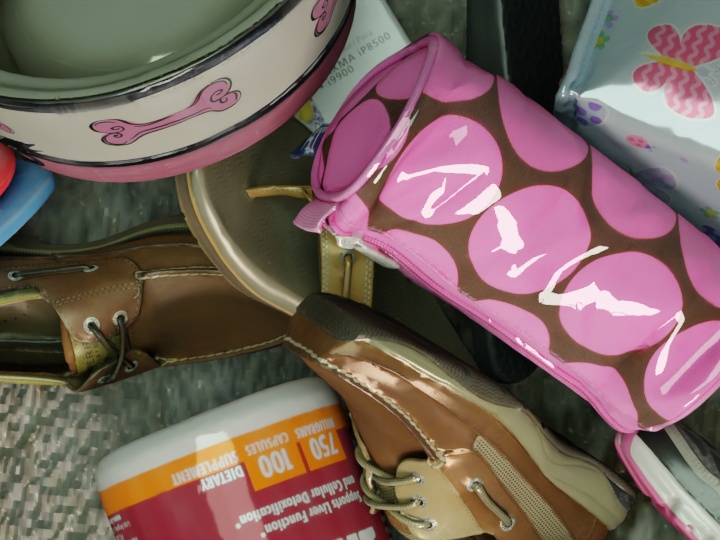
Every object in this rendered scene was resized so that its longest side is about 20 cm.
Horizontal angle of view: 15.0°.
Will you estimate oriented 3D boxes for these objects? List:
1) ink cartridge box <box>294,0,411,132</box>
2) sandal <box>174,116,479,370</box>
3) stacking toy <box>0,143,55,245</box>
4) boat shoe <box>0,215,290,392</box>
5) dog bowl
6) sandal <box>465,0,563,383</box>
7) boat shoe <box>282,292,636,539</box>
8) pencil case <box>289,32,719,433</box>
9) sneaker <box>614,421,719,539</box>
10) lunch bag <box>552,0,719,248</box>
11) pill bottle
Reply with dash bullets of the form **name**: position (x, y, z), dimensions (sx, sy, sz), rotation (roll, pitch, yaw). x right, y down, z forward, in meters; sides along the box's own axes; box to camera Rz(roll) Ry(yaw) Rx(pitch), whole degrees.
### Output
- **ink cartridge box**: position (-0.059, -0.132, 1.225), dimensions (0.109, 0.050, 0.200), rotation (-31, 85, 4)
- **sandal**: position (0.000, 0.000, 1.166), dimensions (0.200, 0.054, 0.080), rotation (50, 50, -24)
- **stacking toy**: position (-0.216, -0.095, 1.165), dimensions (0.116, 0.110, 0.200), rotation (2, 121, 26)
- **boat shoe**: position (-0.114, 0.024, 1.203), dimensions (0.200, 0.068, 0.072), rotation (-4, 123, 13)
- **dog bowl**: position (-0.090, -0.121, 1.129), dimensions (0.200, 0.074, 0.200), rotation (-10, 49, 12)
- **sandal**: position (0.058, -0.048, 1.208), dimensions (0.048, 0.075, 0.200), rotation (-5, 79, 31)
- **boat shoe**: position (0.038, 0.080, 1.143), dimensions (0.200, 0.076, 0.074), rotation (37, 86, -38)
- **pencil case**: position (0.072, -0.008, 1.117), dimensions (0.200, 0.091, 0.094), rotation (34, 75, -20)
- **sneaker**: position (0.204, 0.108, 1.177), dimensions (0.200, 0.074, 0.087), rotation (34, 91, 2)
- **lunch bag**: position (0.185, -0.110, 1.161), dimensions (0.170, 0.127, 0.200), rotation (23, 69, 6)
- **pill bottle**: position (-0.030, 0.156, 1.177), dimensions (0.113, 0.113, 0.200), rotation (-22, 86, 4)
